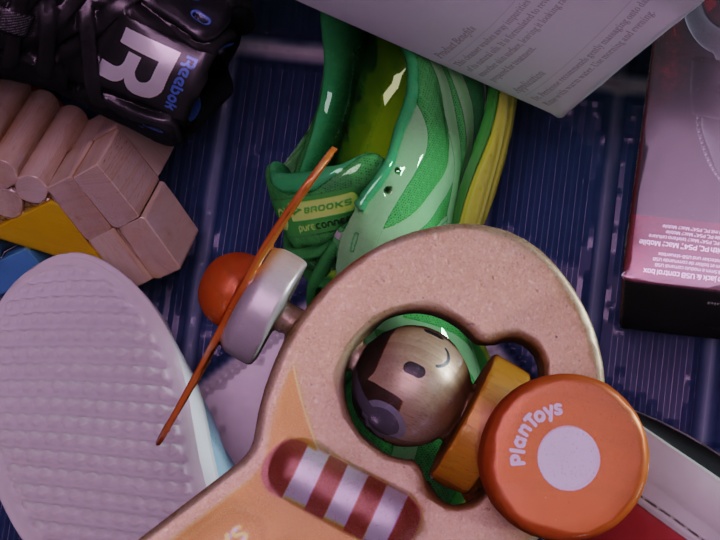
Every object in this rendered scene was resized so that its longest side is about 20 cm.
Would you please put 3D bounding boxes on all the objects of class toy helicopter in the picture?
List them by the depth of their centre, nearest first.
[{"bbox_3d":[-0.025,0.056,0.759,0.200,0.079,0.132,-34,90,-6],"label":"toy helicopter"}]

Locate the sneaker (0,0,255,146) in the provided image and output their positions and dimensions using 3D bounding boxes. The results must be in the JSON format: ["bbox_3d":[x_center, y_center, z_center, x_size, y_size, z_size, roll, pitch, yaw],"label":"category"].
[{"bbox_3d":[-0.103,-0.085,0.817,0.112,0.200,0.073,34,113,24],"label":"sneaker"}]

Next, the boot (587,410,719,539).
[{"bbox_3d":[0.116,0.148,0.783,0.200,0.072,0.145,33,98,39],"label":"boot"}]

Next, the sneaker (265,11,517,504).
[{"bbox_3d":[0.000,0.000,0.843,0.074,0.083,0.201,-13,66,41],"label":"sneaker"}]

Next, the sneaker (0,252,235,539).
[{"bbox_3d":[-0.061,0.089,0.843,0.074,0.082,0.200,-27,64,4],"label":"sneaker"}]

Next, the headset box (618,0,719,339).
[{"bbox_3d":[0.165,-0.056,0.851,0.148,0.077,0.201,8,77,7],"label":"headset box"}]

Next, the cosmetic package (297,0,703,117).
[{"bbox_3d":[0.005,-0.133,0.786,0.200,0.113,0.081,25,65,-14],"label":"cosmetic package"}]

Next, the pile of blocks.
[{"bbox_3d":[-0.149,-0.045,0.895,0.199,0.082,0.062,22,37,0],"label":"pile of blocks"}]
